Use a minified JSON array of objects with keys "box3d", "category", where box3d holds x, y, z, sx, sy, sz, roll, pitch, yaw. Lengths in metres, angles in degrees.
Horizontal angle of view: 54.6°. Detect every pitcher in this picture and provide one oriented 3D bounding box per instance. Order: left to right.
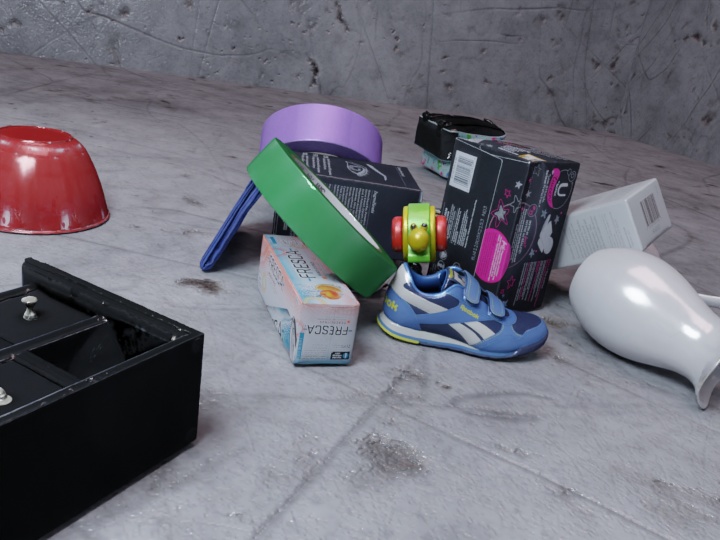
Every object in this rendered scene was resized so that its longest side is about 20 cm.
[{"box3d":[0.363,0.049,0.819,0.169,0.123,0.200,-19,38,-29],"category":"pitcher"}]

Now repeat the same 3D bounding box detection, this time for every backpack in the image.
[{"box3d":[0.248,-0.304,1.690,0.196,0.153,0.177,-8,28,-25],"category":"backpack"}]

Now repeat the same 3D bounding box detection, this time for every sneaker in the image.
[{"box3d":[0.120,0.044,0.783,0.196,0.084,0.074,9,17,-5],"category":"sneaker"}]

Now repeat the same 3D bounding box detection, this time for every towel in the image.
[{"box3d":[-0.154,-0.086,0.933,0.024,0.146,0.201,33,17,-11],"category":"towel"}]

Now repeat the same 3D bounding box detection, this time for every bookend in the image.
[{"box3d":[-0.248,0.081,0.482,0.197,0.094,0.198,19,22,26],"category":"bookend"}]

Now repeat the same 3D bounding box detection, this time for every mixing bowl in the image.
[{"box3d":[-0.445,-0.133,0.951,0.196,0.110,0.201,9,21,-3],"category":"mixing bowl"}]

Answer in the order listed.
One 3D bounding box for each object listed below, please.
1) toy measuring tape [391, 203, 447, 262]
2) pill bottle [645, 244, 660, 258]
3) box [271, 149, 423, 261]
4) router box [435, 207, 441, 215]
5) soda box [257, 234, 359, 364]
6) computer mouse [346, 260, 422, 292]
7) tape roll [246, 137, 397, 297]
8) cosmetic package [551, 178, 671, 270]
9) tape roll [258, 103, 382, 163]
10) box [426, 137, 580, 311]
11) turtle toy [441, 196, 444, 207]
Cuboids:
[{"box3d":[0.074,-0.046,0.860,0.072,0.075,0.200,12,4,6],"category":"toy measuring tape"},{"box3d":[0.390,-0.017,1.046,0.102,0.106,0.200,14,20,11],"category":"pill bottle"},{"box3d":[-0.022,-0.096,0.999,0.196,0.106,0.148,8,19,-7],"category":"box"},{"box3d":[0.171,-0.055,1.121,0.196,0.052,0.149,8,18,-8],"category":"router box"},{"box3d":[-0.063,0.025,0.761,0.062,0.070,0.200,3,21,-20],"category":"soda box"},{"box3d":[0.000,0.000,0.899,0.196,0.045,0.110,7,21,-9],"category":"computer mouse"},{"box3d":[-0.042,-0.059,0.783,0.201,0.048,0.201,48,6,-6],"category":"tape roll"},{"box3d":[0.304,-0.055,0.955,0.101,0.072,0.198,-27,9,-39],"category":"cosmetic package"},{"box3d":[-0.064,-0.181,1.115,0.196,0.067,0.201,3,-22,1],"category":"tape roll"},{"box3d":[0.183,-0.060,0.919,0.113,0.204,0.131,-5,24,-40],"category":"box"},{"box3d":[0.225,-0.131,1.127,0.143,0.103,0.199,19,19,21],"category":"turtle toy"}]
